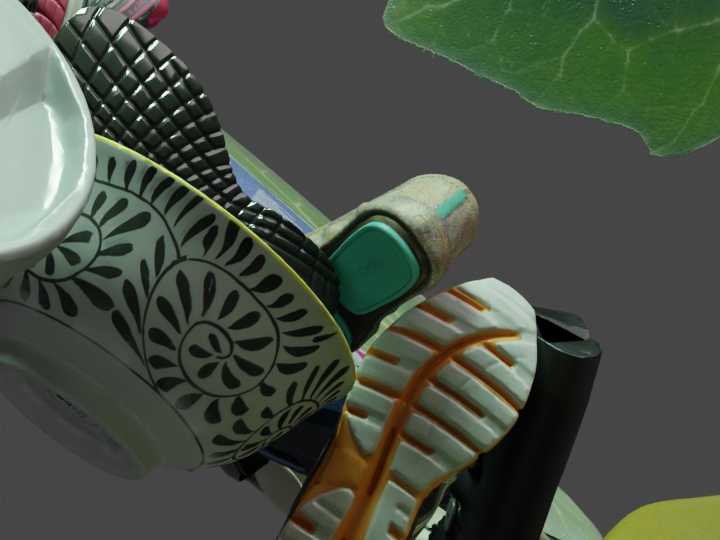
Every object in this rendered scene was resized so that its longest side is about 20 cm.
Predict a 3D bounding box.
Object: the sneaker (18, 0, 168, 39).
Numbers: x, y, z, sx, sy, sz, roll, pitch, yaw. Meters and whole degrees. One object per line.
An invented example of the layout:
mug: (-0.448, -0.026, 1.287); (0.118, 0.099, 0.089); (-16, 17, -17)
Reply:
sneaker: (-0.160, -0.073, 0.977); (0.074, 0.201, 0.081); (19, -5, -19)

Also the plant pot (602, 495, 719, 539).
plant pot: (0.146, 0.214, 0.759); (0.194, 0.196, 0.200); (31, 7, 34)

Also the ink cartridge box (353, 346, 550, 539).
ink cartridge box: (0.015, 0.120, 1.223); (0.165, 0.075, 0.200); (38, 7, -33)

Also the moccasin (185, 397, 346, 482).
moccasin: (-0.061, 0.085, 1.002); (0.199, 0.069, 0.080); (18, 11, 23)

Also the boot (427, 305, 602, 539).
boot: (0.083, 0.130, 0.939); (0.065, 0.201, 0.165); (17, 11, -23)

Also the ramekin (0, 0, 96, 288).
ramekin: (-0.210, -0.052, 0.714); (0.202, 0.094, 0.203); (27, 35, -21)

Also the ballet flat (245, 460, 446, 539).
ballet flat: (-0.001, 0.148, 1.054); (0.200, 0.068, 0.062); (35, 24, 15)

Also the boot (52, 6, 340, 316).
boot: (-0.109, -0.031, 0.914); (0.130, 0.068, 0.200); (-8, -55, 53)

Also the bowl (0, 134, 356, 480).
bowl: (-0.110, 0.034, 0.854); (0.200, 0.094, 0.201); (31, -22, 14)

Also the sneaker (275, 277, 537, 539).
sneaker: (0.016, 0.090, 0.916); (0.078, 0.200, 0.077); (36, -6, 3)

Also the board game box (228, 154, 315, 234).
board game box: (-0.129, -0.035, 1.187); (0.200, 0.135, 0.035); (41, 43, -7)

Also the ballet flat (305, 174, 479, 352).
ballet flat: (0.000, 0.000, 0.952); (0.068, 0.067, 0.200); (53, -32, -9)
